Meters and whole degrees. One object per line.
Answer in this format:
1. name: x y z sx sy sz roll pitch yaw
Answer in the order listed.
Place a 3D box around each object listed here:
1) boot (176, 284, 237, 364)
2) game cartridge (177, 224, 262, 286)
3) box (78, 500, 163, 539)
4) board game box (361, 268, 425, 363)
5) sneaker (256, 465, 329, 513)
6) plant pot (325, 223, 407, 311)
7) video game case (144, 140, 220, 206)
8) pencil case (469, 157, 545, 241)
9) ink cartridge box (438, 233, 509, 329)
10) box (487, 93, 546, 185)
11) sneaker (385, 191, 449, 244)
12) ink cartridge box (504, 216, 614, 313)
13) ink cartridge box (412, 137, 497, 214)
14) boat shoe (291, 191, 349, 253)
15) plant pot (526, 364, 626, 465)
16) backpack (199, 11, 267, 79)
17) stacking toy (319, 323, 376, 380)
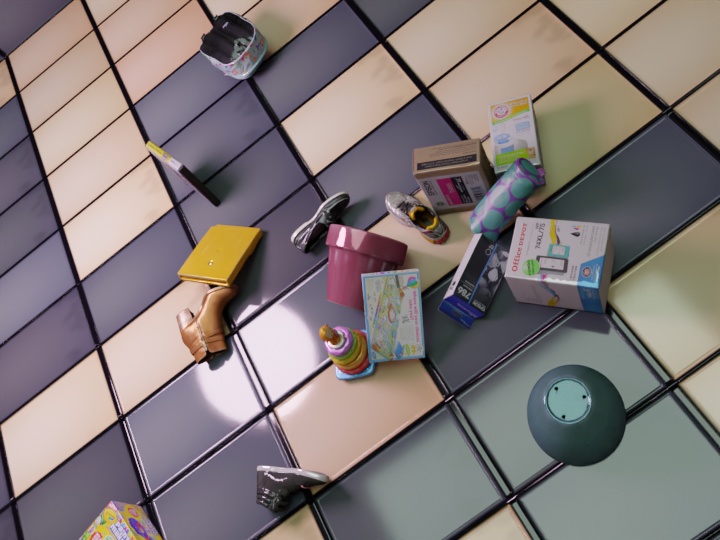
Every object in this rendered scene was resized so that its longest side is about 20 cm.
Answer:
1. boot: -0.388 0.144 1.874 0.199 0.074 0.156 -35 65 6
2. game cartridge: -0.386 -0.045 1.937 0.173 0.033 0.201 7 48 27
3. box: -0.575 0.702 1.673 0.199 0.122 0.193 38 85 32
4. board game box: 0.076 0.104 1.606 0.132 0.034 0.204 -5 98 -1
5. sneaker: -0.159 0.505 1.603 0.197 0.071 0.101 -6 67 29
6. plant pot: 0.000 0.000 1.694 0.197 0.199 0.182 15 90 29
7. video game case: -0.516 -0.280 2.037 0.180 0.200 0.026 35 81 32
8. pencil case: 0.335 -0.160 1.616 0.201 0.091 0.086 -53 49 33
9. ink cartridge box: 0.264 0.026 1.604 0.202 0.099 0.039 -63 19 -9
10. box: 0.378 -0.307 1.696 0.110 0.101 0.204 -10 64 19
11. sneaker: 0.137 -0.147 1.747 0.199 0.082 0.078 35 84 33
12. ink cartridge box: 0.432 -0.013 1.513 0.197 0.146 0.149 7 70 27
13. ink cartridge box: 0.229 -0.219 1.667 0.162 0.200 0.076 -7 63 22
14. boat shoe: -0.094 -0.121 1.848 0.198 0.074 0.066 -39 60 5
15. plant pot: 0.422 0.275 1.397 0.197 0.135 0.204 -10 64 21
16. backpack: -0.385 -0.695 2.192 0.199 0.150 0.179 34 87 39
17. stacking toy: -0.044 0.169 1.619 0.108 0.200 0.118 -14 61 18
